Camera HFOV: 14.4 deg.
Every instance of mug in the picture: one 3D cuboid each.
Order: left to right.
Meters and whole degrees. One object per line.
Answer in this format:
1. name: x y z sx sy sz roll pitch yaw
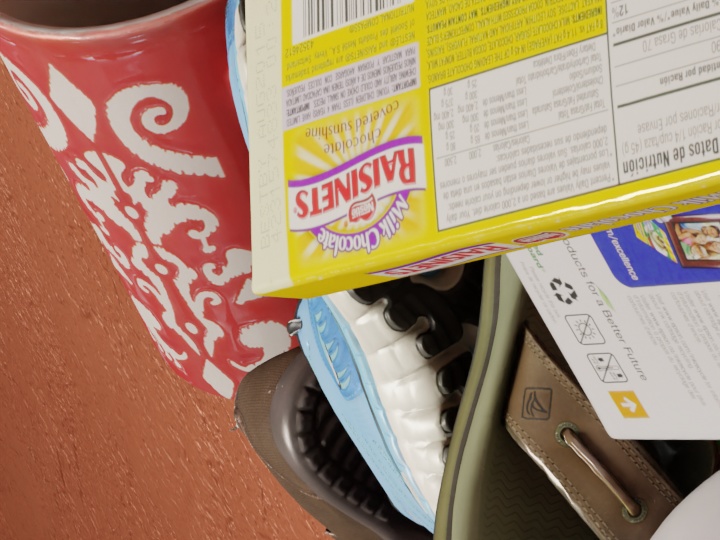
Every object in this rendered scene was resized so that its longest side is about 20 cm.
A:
1. mug: -0.048 -0.042 1.001 0.178 0.133 0.200 -106 -2 -46

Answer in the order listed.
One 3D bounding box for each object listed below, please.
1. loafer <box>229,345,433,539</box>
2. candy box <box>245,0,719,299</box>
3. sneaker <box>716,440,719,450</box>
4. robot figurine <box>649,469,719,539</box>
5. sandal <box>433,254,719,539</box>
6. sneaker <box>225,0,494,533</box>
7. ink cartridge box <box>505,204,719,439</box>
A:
1. loafer: 0.029 0.084 1.028 0.200 0.073 0.071 47 162 -32
2. candy box: 0.041 -0.058 0.688 0.200 0.026 0.102 -13 77 48
3. sneaker: 0.125 0.118 0.851 0.200 0.084 0.074 47 159 37
4. robot figurine: 0.153 0.131 0.726 0.200 0.150 0.125 55 -173 15
5. sandal: 0.068 0.046 0.797 0.057 0.080 0.201 -6 77 47
6. sneaker: 0.000 0.000 0.846 0.090 0.078 0.200 1 115 57
7. ink cartridge box: 0.116 -0.004 0.676 0.200 0.037 0.095 -2 125 52
